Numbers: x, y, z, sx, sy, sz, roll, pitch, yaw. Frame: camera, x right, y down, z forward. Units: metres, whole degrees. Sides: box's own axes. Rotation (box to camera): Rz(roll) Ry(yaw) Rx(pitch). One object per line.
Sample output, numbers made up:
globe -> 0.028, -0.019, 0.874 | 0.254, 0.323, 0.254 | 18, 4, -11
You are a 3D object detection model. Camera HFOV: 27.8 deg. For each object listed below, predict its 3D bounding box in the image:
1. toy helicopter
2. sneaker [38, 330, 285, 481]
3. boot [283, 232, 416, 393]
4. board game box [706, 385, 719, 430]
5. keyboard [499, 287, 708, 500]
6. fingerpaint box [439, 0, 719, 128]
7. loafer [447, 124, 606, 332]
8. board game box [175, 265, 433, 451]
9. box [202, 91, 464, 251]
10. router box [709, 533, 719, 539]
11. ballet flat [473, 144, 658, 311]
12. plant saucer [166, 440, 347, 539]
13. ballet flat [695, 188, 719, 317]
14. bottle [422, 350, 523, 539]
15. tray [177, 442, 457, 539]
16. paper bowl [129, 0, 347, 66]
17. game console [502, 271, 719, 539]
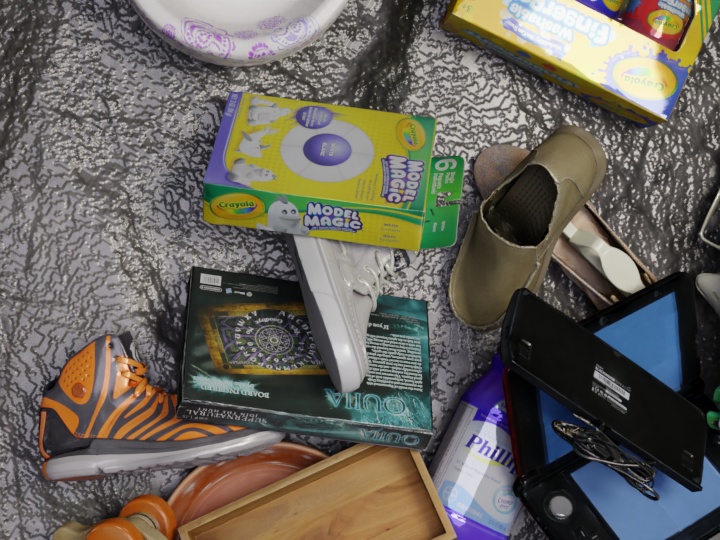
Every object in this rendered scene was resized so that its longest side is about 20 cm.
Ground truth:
toy helicopter -> -0.225, 0.267, 1.149 | 0.198, 0.079, 0.133 | -17, 94, 17
sneaker -> -0.160, 0.100, 1.146 | 0.198, 0.078, 0.113 | -7, 79, 1
boot -> 0.000, 0.000, 1.141 | 0.095, 0.074, 0.201 | -12, 55, -8
board game box -> 0.374, 0.051, 1.192 | 0.199, 0.026, 0.202 | 16, 85, -33
keyboard -> 0.179, 0.105, 1.108 | 0.199, 0.040, 0.105 | 34, 47, -14
fingerpaint box -> 0.191, -0.236, 1.195 | 0.199, 0.073, 0.168 | 26, 88, -5
loafer -> 0.118, -0.030, 1.151 | 0.076, 0.067, 0.201 | 42, 125, 24
board game box -> -0.042, 0.069, 1.149 | 0.198, 0.028, 0.136 | 9, 49, -10
box -> -0.017, -0.078, 1.144 | 0.198, 0.049, 0.118 | 9, 45, 1
router box -> 0.341, 0.224, 1.148 | 0.178, 0.200, 0.049 | -20, 91, -5
ballet flat -> 0.177, -0.033, 1.198 | 0.200, 0.067, 0.068 | 41, 86, -4
plant saucer -> -0.074, 0.239, 1.192 | 0.198, 0.032, 0.202 | 0, 91, -5
ballet flat -> 0.320, -0.014, 1.219 | 0.072, 0.068, 0.202 | 6, 90, 14
bottle -> 0.117, 0.130, 1.193 | 0.083, 0.065, 0.201 | 27, 87, -11
tray -> -0.033, 0.209, 1.145 | 0.199, 0.037, 0.099 | -25, 71, -1
paper bowl -> -0.096, -0.262, 1.151 | 0.199, 0.104, 0.203 | 0, 90, -6
game console -> 0.225, 0.128, 1.144 | 0.199, 0.119, 0.173 | -24, 60, -24
